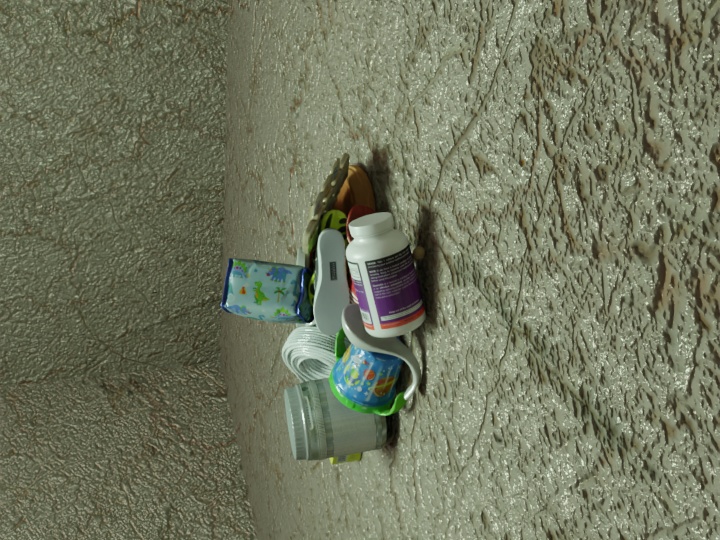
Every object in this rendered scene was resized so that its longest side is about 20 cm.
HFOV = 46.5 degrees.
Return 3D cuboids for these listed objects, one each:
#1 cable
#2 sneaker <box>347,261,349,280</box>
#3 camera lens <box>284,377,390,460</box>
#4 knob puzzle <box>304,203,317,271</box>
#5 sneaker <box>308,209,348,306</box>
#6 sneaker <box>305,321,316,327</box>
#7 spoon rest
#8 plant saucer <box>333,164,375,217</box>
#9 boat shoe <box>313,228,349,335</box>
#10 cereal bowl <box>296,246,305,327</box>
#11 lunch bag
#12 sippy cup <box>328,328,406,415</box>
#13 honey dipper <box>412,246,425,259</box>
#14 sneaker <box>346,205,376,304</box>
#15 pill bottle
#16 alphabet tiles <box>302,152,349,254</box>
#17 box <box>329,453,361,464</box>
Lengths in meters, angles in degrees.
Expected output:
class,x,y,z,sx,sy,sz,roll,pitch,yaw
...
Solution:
class,x,y,z,sx,sy,sz,roll,pitch,yaw
cable,-0.073,0.199,1.830,0.199,0.200,0.070,-10,44,42
sneaker,0.000,0.000,1.723,0.091,0.075,0.202,-122,33,-64
camera lens,-0.047,0.297,1.711,0.160,0.198,0.162,172,90,-79
knob puzzle,-0.095,-0.045,1.826,0.220,0.030,0.222,6,-90,-88
sneaker,-0.055,-0.021,1.668,0.084,0.073,0.202,-66,-12,-81
sneaker,-0.086,0.094,1.904,0.200,0.072,0.113,42,-146,-69
spoon rest,0.042,0.138,1.511,0.061,0.200,0.099,-39,5,28
plant saucer,-0.029,-0.123,1.786,0.200,0.037,0.202,16,108,61
boat shoe,-0.056,0.021,1.593,0.057,0.068,0.202,-169,81,-81
cereal bowl,-0.113,0.043,2.046,0.200,0.082,0.202,-177,90,-90
lunch bag,-0.178,0.050,1.729,0.200,0.168,0.129,68,-149,-73
sippy cup,0.021,0.182,1.615,0.140,0.177,0.131,-61,-4,-53
honey dipper,0.074,-0.010,1.538,0.200,0.038,0.038,150,114,-68
sneaker,-0.008,-0.020,1.615,0.116,0.078,0.202,124,152,-51
pill bottle,0.041,0.007,1.449,0.112,0.111,0.202,-145,39,-69
alphabet tiles,-0.067,-0.132,1.660,0.196,0.014,0.201,102,-168,-69
box,-0.058,0.366,2.002,0.201,0.075,0.050,-111,24,-46
